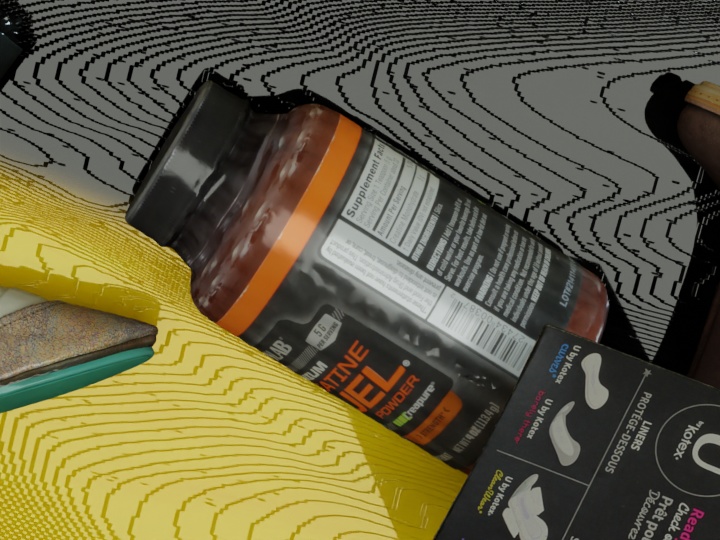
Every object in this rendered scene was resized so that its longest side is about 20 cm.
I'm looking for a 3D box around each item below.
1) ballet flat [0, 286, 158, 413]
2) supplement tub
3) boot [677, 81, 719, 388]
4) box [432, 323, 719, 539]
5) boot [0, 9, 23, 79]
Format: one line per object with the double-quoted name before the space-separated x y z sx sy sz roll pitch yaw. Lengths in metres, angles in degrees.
"ballet flat" -0.189 0.042 0.965 0.199 0.068 0.068 -22 83 -2
"supplement tub" 0.000 0.000 0.951 0.199 0.107 0.107 31 95 -7
"boot" 0.172 0.035 0.985 0.200 0.072 0.166 44 91 -12
"box" 0.110 0.139 0.891 0.114 0.200 0.133 19 65 24
"boot" -0.261 -0.086 0.935 0.199 0.076 0.169 30 89 -1
